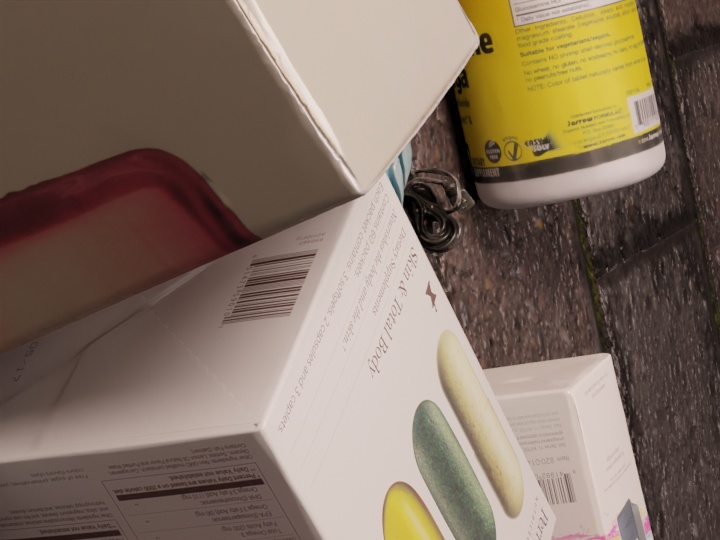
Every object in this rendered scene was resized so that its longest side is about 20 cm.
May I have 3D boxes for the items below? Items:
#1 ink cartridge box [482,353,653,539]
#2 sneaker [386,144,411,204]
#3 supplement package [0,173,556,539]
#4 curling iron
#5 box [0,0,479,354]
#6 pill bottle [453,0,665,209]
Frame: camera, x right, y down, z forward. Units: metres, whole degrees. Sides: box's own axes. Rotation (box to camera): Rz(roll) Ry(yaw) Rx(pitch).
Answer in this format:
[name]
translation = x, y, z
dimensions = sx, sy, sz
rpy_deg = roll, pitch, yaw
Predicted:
[ink cartridge box]
translation = 0.089, 0.152, 1.062
dimensions = 0.067, 0.117, 0.200
rpy_deg = -30, 109, -62
[sneaker]
translation = 0.000, 0.000, 0.980
dimensions = 0.200, 0.079, 0.131
rpy_deg = 68, 32, -27
[supplement package]
translation = -0.038, 0.087, 0.799
dimensions = 0.200, 0.150, 0.152
rpy_deg = 63, 32, -32
[curling iron]
translation = 0.034, 0.027, 1.038
dimensions = 0.026, 0.050, 0.200
rpy_deg = 48, 33, -47
[box]
translation = -0.082, -0.061, 0.689
dimensions = 0.109, 0.200, 0.128
rpy_deg = 59, 33, -15
[pill bottle]
translation = 0.102, -0.143, 1.179
dimensions = 0.112, 0.112, 0.200
rpy_deg = -28, 107, -61
